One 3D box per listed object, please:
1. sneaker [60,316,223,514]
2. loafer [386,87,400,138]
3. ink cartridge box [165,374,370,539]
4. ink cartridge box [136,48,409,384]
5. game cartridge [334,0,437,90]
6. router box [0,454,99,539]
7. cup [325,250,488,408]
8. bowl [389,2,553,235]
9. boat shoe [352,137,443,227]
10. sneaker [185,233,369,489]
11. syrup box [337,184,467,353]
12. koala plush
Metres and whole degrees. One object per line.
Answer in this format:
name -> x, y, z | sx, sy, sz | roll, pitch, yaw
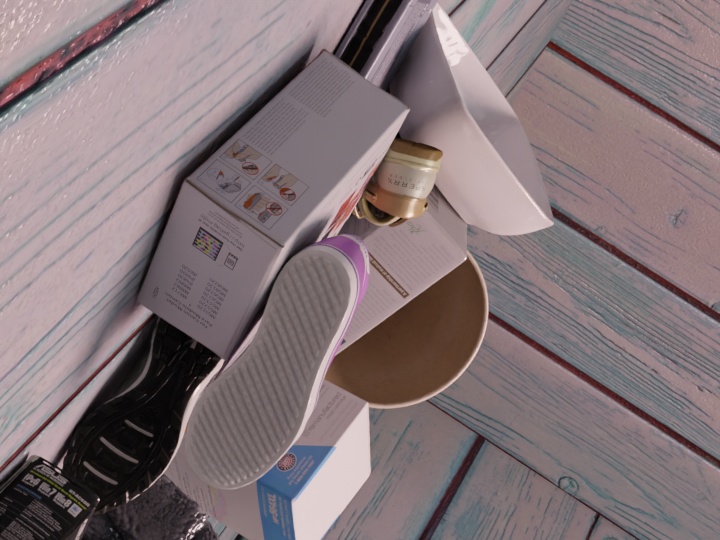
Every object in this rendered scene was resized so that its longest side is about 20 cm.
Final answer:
sneaker -> -0.163, 0.107, 1.074 | 0.200, 0.074, 0.079 | -56, 180, -14
loafer -> 0.045, -0.150, 1.344 | 0.063, 0.072, 0.200 | 74, 35, -74
ink cartridge box -> -0.107, 0.160, 1.289 | 0.129, 0.200, 0.125 | -50, 155, -33
ink cartridge box -> -0.070, -0.037, 1.000 | 0.200, 0.084, 0.176 | -51, 174, -46
game cartridge -> 0.008, -0.179, 1.149 | 0.200, 0.040, 0.133 | -58, 171, 13
router box -> -0.270, 0.246, 0.940 | 0.200, 0.062, 0.150 | -61, 175, 33
cup -> 0.019, 0.026, 1.426 | 0.201, 0.200, 0.143 | -58, -161, 8
bowl -> 0.093, -0.136, 1.264 | 0.075, 0.200, 0.200 | -28, -142, 18
boat shoe -> 0.018, -0.071, 1.135 | 0.200, 0.074, 0.067 | -176, -80, -84
sneaker -> -0.049, 0.063, 0.973 | 0.201, 0.073, 0.114 | -56, 178, 17
syrup box -> 0.000, 0.000, 1.263 | 0.200, 0.081, 0.079 | -36, -160, 21
koala plush -> -0.209, 0.266, 1.163 | 0.178, 0.184, 0.200 | -54, -174, -25
